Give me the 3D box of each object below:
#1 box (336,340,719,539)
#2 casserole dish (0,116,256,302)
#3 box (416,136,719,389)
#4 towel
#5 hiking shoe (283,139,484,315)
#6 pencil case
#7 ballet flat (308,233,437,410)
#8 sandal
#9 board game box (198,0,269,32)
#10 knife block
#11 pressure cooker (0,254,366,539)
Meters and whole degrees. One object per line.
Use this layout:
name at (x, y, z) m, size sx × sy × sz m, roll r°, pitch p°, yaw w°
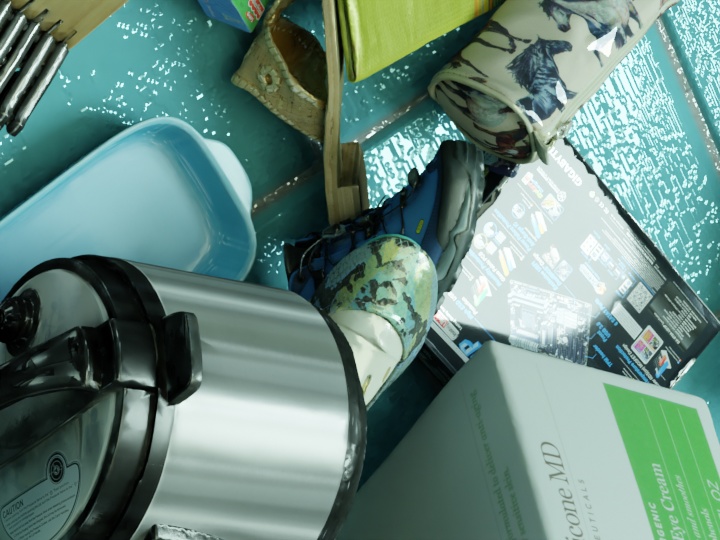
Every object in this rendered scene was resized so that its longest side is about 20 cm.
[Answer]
box at (0.110, 0.187, 1.416) m, size 0.171 × 0.199 × 0.200 m, roll 15°, pitch 131°, yaw -27°
casserole dish at (-0.151, -0.004, 1.376) m, size 0.200 × 0.039 × 0.121 m, roll -38°, pitch 115°, yaw -18°
box at (0.118, 0.026, 1.524) m, size 0.159 × 0.046 × 0.200 m, roll -49°, pitch 117°, yaw -13°
towel at (0.051, -0.181, 1.420) m, size 0.200 × 0.018 × 0.086 m, roll -33°, pitch 122°, yaw -46°
hiking shoe at (0.000, 0.000, 1.391) m, size 0.087 × 0.074 × 0.200 m, roll 26°, pitch 119°, yaw -15°
pencil case at (0.135, -0.147, 1.472) m, size 0.089 × 0.078 × 0.200 m, roll 38°, pitch 66°, yaw 13°
ballet flat at (-0.016, 0.066, 1.364) m, size 0.074 × 0.074 × 0.200 m, roll 4°, pitch 136°, yaw -29°
sandal at (-0.040, -0.103, 1.405) m, size 0.070 × 0.078 × 0.212 m, roll -4°, pitch 118°, yaw 6°
board game box at (-0.046, -0.252, 1.337) m, size 0.200 × 0.037 × 0.151 m, roll -63°, pitch 160°, yaw -11°
knife block at (-0.195, -0.154, 1.323) m, size 0.064 × 0.176 × 0.200 m, roll 38°, pitch 35°, yaw -29°
pressure cooker at (-0.121, 0.082, 1.283) m, size 0.200 × 0.179 × 0.176 m, roll 12°, pitch 107°, yaw -37°
